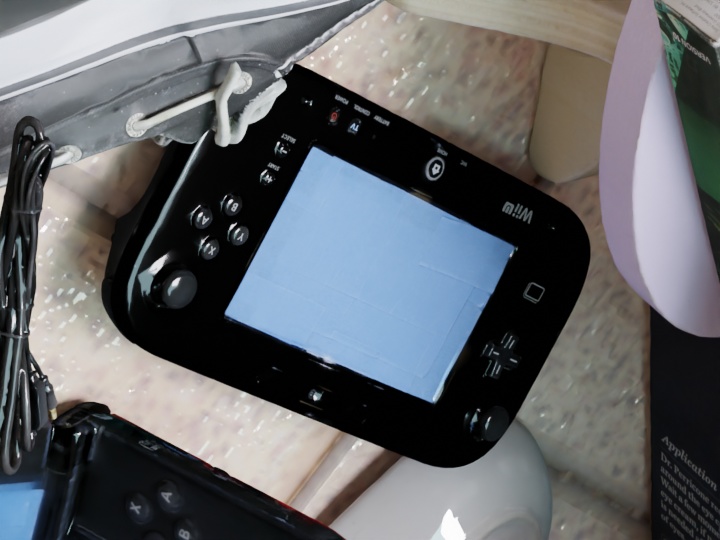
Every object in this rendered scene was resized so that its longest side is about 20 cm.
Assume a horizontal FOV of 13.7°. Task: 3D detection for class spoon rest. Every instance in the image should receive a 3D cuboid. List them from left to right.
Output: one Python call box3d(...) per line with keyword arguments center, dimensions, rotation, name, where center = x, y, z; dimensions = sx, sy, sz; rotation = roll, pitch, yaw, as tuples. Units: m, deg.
box3d(center=(-0.003, 0.128, 1.097), dimensions=(0.200, 0.061, 0.099), rotation=(-41, 139, -26), name="spoon rest")

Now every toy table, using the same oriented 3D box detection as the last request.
box3d(center=(0.109, -0.092, 0.972), dimensions=(0.184, 0.117, 0.200), rotation=(-1, 121, -38), name="toy table")

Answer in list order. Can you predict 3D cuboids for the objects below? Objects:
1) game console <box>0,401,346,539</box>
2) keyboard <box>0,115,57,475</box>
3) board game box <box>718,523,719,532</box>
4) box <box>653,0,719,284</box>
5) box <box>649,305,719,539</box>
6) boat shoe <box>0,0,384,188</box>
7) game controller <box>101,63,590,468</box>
box3d(center=(-0.114, 0.156, 0.981), dimensions=(0.119, 0.172, 0.200), rotation=(-30, 141, -56), name="game console")
box3d(center=(-0.135, 0.007, 0.825), dimensions=(0.127, 0.021, 0.200), rotation=(-12, 122, -32), name="keyboard")
box3d(center=(0.205, -0.013, 0.927), dimensions=(0.200, 0.062, 0.200), rotation=(-27, 137, -20), name="board game box")
box3d(center=(0.173, -0.046, 0.948), dimensions=(0.144, 0.036, 0.200), rotation=(-34, 136, -14), name="box")
box3d(center=(0.222, 0.048, 1.160), dimensions=(0.197, 0.117, 0.200), rotation=(-24, 133, -22), name="box")
box3d(center=(-0.057, -0.068, 0.889), dimensions=(0.199, 0.074, 0.068), rotation=(-23, 127, -23), name="boat shoe")
box3d(center=(0.000, 0.000, 1.007), dimensions=(0.200, 0.042, 0.104), rotation=(25, 103, -46), name="game controller")
